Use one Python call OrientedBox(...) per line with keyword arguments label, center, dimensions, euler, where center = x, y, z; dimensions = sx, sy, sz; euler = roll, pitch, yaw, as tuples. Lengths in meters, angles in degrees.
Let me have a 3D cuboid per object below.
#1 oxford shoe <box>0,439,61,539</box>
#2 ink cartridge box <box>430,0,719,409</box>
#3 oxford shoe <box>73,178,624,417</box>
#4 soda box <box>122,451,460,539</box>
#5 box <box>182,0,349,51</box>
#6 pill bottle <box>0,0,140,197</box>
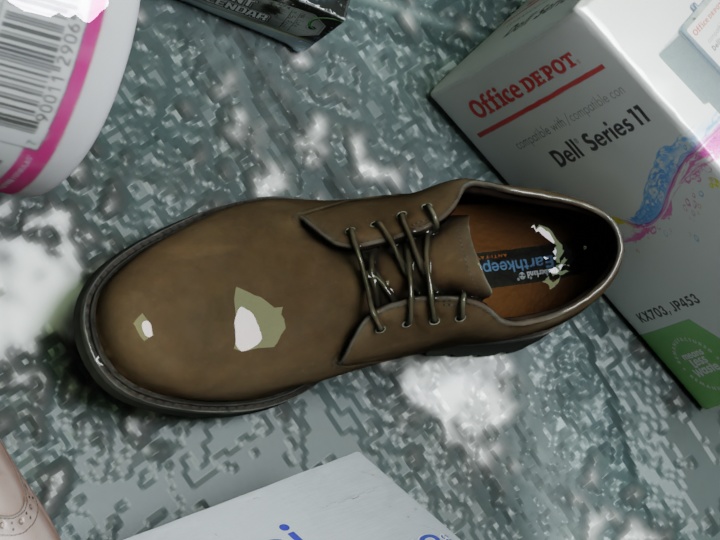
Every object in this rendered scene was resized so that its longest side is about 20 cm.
OrientedBox(label="oxford shoe", center=(-0.153, 0.041, 0.845), dimensions=(0.200, 0.073, 0.071), euler=(49, 59, -7))
OrientedBox(label="ink cartridge box", center=(0.105, -0.052, 0.981), dimensions=(0.200, 0.117, 0.067), euler=(48, 63, -7))
OrientedBox(label="oxford shoe", center=(0.000, 0.000, 0.932), dimensions=(0.200, 0.084, 0.073), euler=(-13, 83, -28))
OrientedBox(label="soda box", center=(-0.059, 0.124, 0.849), dimensions=(0.200, 0.063, 0.068), euler=(-19, 43, -37))
OrientedBox(label="box", center=(-0.052, -0.194, 0.986), dimensions=(0.137, 0.040, 0.200), euler=(20, 67, -20))
OrientedBox(label="pill bottle", center=(-0.177, -0.099, 0.850), dimensions=(0.200, 0.113, 0.113), euler=(15, 69, -23))
